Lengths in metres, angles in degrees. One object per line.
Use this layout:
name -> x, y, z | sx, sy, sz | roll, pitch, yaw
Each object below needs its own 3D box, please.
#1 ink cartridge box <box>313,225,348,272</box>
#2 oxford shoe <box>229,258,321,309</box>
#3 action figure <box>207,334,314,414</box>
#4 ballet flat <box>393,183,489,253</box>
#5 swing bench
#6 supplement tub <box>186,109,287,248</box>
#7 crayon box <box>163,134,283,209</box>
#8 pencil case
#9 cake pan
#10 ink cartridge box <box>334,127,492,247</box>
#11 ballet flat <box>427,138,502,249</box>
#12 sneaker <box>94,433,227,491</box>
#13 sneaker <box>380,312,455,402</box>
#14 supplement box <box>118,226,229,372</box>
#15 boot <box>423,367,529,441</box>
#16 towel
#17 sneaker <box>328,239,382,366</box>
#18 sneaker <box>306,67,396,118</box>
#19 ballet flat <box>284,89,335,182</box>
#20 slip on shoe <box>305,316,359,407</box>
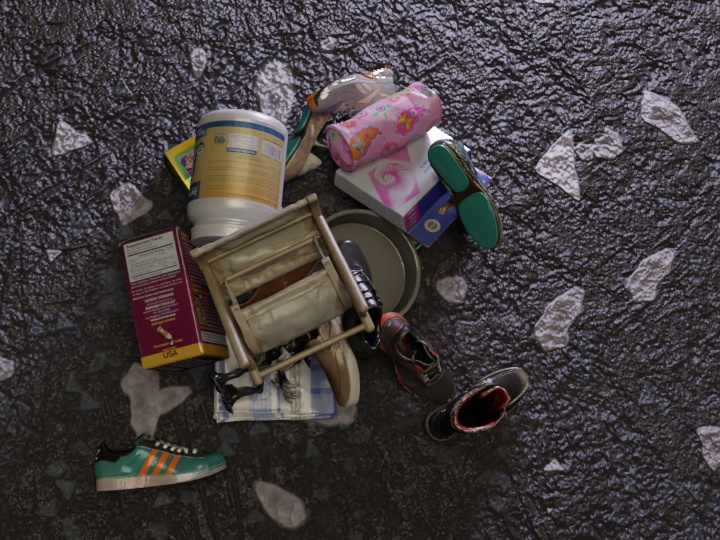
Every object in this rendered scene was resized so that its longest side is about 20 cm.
ink cartridge box -> -0.095, 0.016, 1.648 | 0.200, 0.050, 0.109 | -27, 84, -25
oxford shoe -> -0.138, 0.008, 1.556 | 0.200, 0.071, 0.071 | -38, 82, -5
action figure -> -0.129, 0.150, 1.560 | 0.200, 0.119, 0.102 | -30, 43, -15
ballet flat -> 0.135, -0.107, 1.712 | 0.200, 0.069, 0.063 | -39, 91, -16
swing bench -> -0.112, 0.027, 1.456 | 0.198, 0.130, 0.200 | -25, 72, -4
supplement tub -> -0.191, -0.134, 1.555 | 0.144, 0.145, 0.201 | 7, 76, -9
crayon box -> -0.222, -0.134, 1.655 | 0.119, 0.058, 0.200 | -32, 85, -16
pencil case -> 0.040, -0.240, 1.656 | 0.200, 0.087, 0.088 | -31, 85, -22
cake pan -> 0.000, 0.000, 1.637 | 0.199, 0.037, 0.201 | 5, 73, -18
ink cartridge box -> 0.092, -0.161, 1.682 | 0.200, 0.043, 0.196 | 34, 59, 17
ballet flat -> 0.182, -0.131, 1.648 | 0.074, 0.074, 0.200 | -30, 98, -16
sneaker -> -0.307, 0.288, 1.539 | 0.199, 0.071, 0.080 | -5, 83, -11
sneaker -> 0.097, 0.153, 1.609 | 0.077, 0.082, 0.200 | -49, 121, -9
supplement box -> -0.286, 0.049, 1.553 | 0.103, 0.131, 0.201 | -15, 79, 9
boot -> 0.206, 0.211, 1.613 | 0.199, 0.151, 0.073 | -23, 83, -15
towel -> -0.139, 0.171, 1.623 | 0.199, 0.024, 0.147 | 0, 76, -13
sneaker -> 0.000, 0.043, 1.555 | 0.076, 0.091, 0.201 | -7, 76, -22
sneaker -> -0.002, -0.282, 1.695 | 0.200, 0.076, 0.092 | -22, 91, -41
ballet flat -> -0.087, -0.213, 1.698 | 0.067, 0.068, 0.200 | 32, 74, -19
slip on shoe -> -0.054, 0.113, 1.529 | 0.060, 0.076, 0.201 | -7, 79, -29
